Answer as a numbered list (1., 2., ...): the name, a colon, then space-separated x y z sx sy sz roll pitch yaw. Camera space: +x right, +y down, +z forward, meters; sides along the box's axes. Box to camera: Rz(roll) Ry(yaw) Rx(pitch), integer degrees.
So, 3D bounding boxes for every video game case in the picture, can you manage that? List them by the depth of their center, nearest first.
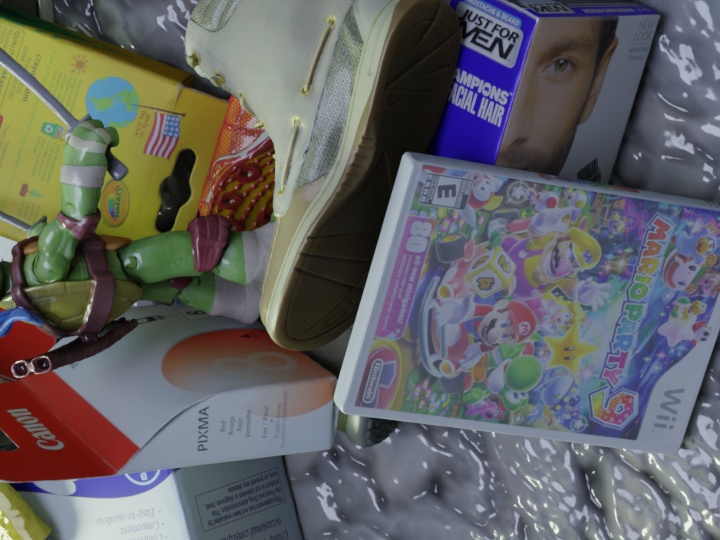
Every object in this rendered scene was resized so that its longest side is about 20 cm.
1. video game case: 0.097 0.020 1.501 0.018 0.199 0.144 -127 49 -61

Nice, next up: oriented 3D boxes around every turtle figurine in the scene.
1. turtle figurine: -0.140 -0.038 1.600 0.200 0.193 0.144 -111 34 -49

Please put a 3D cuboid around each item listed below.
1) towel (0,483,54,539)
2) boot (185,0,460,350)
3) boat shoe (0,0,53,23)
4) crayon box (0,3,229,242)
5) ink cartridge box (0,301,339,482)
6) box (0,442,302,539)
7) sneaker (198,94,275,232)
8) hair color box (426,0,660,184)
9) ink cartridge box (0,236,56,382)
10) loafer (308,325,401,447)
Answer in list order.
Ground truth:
1. towel: -0.284 0.132 1.701 0.200 0.023 0.144 47 123 -2
2. boot: -0.037 -0.073 1.520 0.155 0.072 0.201 32 109 42
3. boat shoe: -0.236 -0.221 1.739 0.072 0.060 0.202 -8 94 34
4. crayon box: -0.184 -0.078 1.696 0.199 0.051 0.127 21 102 1
5. ink cartridge box: -0.135 0.063 1.609 0.162 0.199 0.050 33 121 59
6. box: -0.133 0.190 1.717 0.184 0.105 0.201 -14 91 35
7. sneaker: -0.041 -0.105 1.639 0.200 0.073 0.077 -63 33 29
8. hair color box: 0.080 -0.054 1.530 0.065 0.109 0.201 29 113 36
9. ink cartridge box: -0.274 -0.015 1.811 0.200 0.044 0.174 18 106 30
10. loafer: 0.000 0.000 1.615 0.069 0.075 0.201 19 108 25
